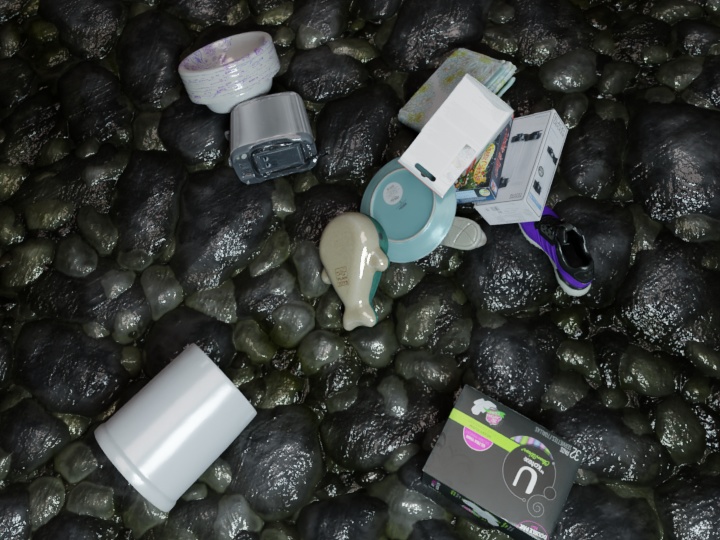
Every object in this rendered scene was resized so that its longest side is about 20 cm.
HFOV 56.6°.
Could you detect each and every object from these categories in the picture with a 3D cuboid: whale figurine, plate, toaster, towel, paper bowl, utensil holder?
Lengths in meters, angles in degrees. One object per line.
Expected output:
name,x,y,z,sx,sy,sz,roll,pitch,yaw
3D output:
whale figurine,0.000,0.000,1.181,0.157,0.102,0.205,-15,80,41
plate,0.079,-0.116,1.211,0.196,0.025,0.206,-7,77,30
toaster,-0.165,-0.262,1.300,0.195,0.114,0.132,-14,63,1
towel,0.185,-0.337,1.290,0.200,0.048,0.171,-47,40,-2
paper bowl,-0.256,-0.393,1.346,0.196,0.106,0.203,-13,34,9
utensil holder,-0.287,0.241,1.056,0.169,0.171,0.200,39,72,20

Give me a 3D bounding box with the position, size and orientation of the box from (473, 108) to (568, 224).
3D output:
box,0.295,-0.188,1.222,0.115,0.060,0.204,-4,57,48

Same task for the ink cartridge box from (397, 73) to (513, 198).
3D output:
ink cartridge box,0.167,-0.232,1.182,0.108,0.050,0.201,39,87,8

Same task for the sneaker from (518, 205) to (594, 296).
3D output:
sneaker,0.347,-0.062,1.167,0.068,0.100,0.202,-26,63,-8

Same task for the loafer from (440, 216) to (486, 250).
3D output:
loafer,0.137,-0.079,1.223,0.197,0.062,0.074,21,94,31

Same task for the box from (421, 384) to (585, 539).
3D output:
box,0.208,0.297,1.008,0.197,0.125,0.150,27,70,15

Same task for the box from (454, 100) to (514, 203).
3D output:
box,0.203,-0.218,1.247,0.134,0.038,0.204,-3,57,35
